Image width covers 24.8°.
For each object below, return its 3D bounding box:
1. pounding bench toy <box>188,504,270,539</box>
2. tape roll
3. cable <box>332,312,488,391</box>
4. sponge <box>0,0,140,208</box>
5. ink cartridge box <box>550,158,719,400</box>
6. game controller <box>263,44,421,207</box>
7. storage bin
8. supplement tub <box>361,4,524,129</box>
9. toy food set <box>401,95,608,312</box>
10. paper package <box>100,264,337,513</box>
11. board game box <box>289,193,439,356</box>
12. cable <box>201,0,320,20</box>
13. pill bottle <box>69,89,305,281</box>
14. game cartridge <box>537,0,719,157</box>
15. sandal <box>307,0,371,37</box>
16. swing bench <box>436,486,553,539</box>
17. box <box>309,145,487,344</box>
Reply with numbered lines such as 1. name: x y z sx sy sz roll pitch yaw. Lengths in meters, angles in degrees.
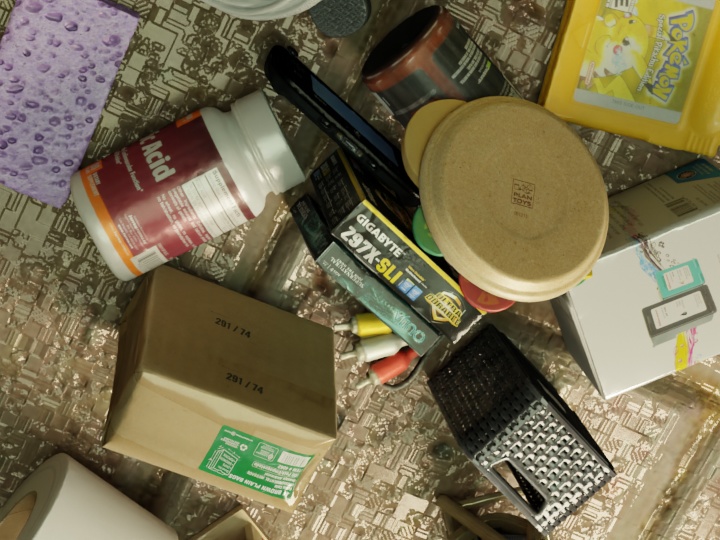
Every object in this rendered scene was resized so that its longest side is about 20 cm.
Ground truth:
1. pounding bench toy: -0.159 0.368 1.652 0.200 0.156 0.124 -35 109 3
2. tape roll: -0.292 0.297 1.589 0.139 0.203 0.203 38 98 -18
3. cable: 0.075 0.062 1.649 0.200 0.050 0.097 -20 107 -1
4. sponge: -0.294 -0.170 1.537 0.111 0.030 0.200 22 103 -14
5. ink cartridge box: 0.290 0.006 1.615 0.200 0.147 0.146 -22 109 -1
6. game controller: -0.012 -0.136 1.549 0.200 0.104 0.042 40 95 -17
7. storage bin: 0.156 0.152 1.610 0.094 0.200 0.135 -42 108 6
8. supplement tub: 0.100 -0.147 1.561 0.107 0.107 0.200 -41 109 5
9. toy food set: 0.135 -0.062 1.480 0.200 0.049 0.198 -2 76 -25
10. paper package: -0.132 0.110 1.555 0.200 0.191 0.104 22 120 -15
11. board game box: 0.000 0.000 1.541 0.135 0.200 0.028 41 95 -16
12. cable: -0.090 -0.328 1.470 0.200 0.069 0.200 17 115 9
13. pill bottle: -0.160 -0.083 1.538 0.200 0.114 0.114 -27 109 0
14. game cartridge: 0.290 -0.215 1.609 0.200 0.032 0.177 12 105 -11
15. sandal: -0.042 -0.316 1.524 0.076 0.043 0.201 -8 109 16
16. swing bench: 0.172 0.342 1.670 0.129 0.200 0.199 -14 108 -4
17. box: 0.032 -0.028 1.538 0.049 0.200 0.160 -44 107 8
